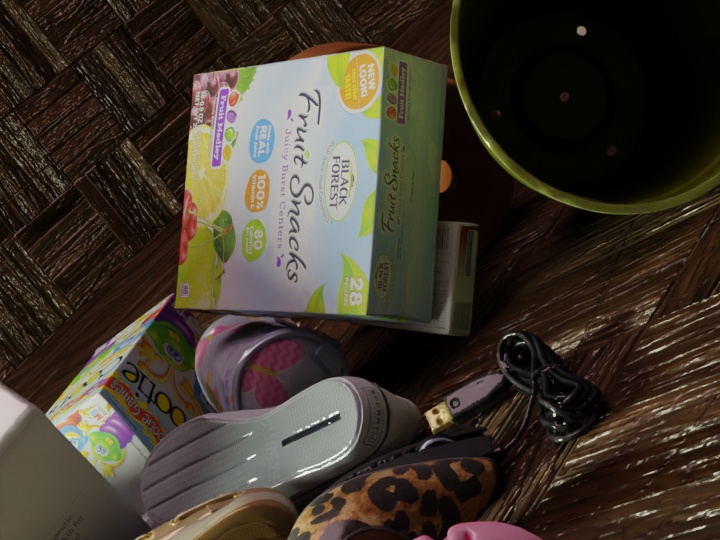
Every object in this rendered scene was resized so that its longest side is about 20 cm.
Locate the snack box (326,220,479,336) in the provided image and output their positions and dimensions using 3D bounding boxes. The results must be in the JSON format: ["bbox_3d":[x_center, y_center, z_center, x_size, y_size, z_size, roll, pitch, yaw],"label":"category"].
[{"bbox_3d":[0.000,0.000,1.044,0.024,0.073,0.199,4,1,-42],"label":"snack box"}]

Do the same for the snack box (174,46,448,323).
[{"bbox_3d":[-0.037,-0.053,1.024,0.067,0.171,0.198,8,-6,-45],"label":"snack box"}]

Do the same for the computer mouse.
[{"bbox_3d":[0.026,0.096,0.775,0.199,0.046,0.141,-39,11,7],"label":"computer mouse"}]

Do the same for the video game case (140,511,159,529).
[{"bbox_3d":[-0.128,0.190,1.012,0.199,0.019,0.143,-27,17,47],"label":"video game case"}]

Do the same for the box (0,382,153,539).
[{"bbox_3d":[-0.276,0.164,0.943,0.199,0.172,0.200,26,69,37],"label":"box"}]

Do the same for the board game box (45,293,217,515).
[{"bbox_3d":[-0.187,0.121,1.270,0.103,0.105,0.200,-35,12,21],"label":"board game box"}]

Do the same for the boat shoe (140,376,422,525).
[{"bbox_3d":[-0.048,0.118,0.914,0.199,0.075,0.066,-20,-24,39],"label":"boat shoe"}]

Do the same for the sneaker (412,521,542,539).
[{"bbox_3d":[-0.018,0.155,0.515,0.198,0.079,0.096,-19,44,12],"label":"sneaker"}]

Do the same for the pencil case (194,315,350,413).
[{"bbox_3d":[-0.064,0.075,1.090,0.090,0.084,0.200,-26,8,-10],"label":"pencil case"}]

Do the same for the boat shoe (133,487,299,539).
[{"bbox_3d":[-0.115,0.186,0.848,0.198,0.074,0.069,-29,8,4],"label":"boat shoe"}]

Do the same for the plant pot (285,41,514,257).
[{"bbox_3d":[0.023,-0.074,1.160,0.200,0.201,0.139,-44,27,-23],"label":"plant pot"}]

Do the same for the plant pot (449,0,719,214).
[{"bbox_3d":[0.146,-0.126,0.961,0.200,0.201,0.193,-40,-2,-4],"label":"plant pot"}]

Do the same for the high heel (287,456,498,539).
[{"bbox_3d":[0.000,0.157,0.615,0.199,0.072,0.142,-35,25,-11],"label":"high heel"}]

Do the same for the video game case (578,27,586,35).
[{"bbox_3d":[0.235,-0.257,1.595,0.200,0.023,0.182,-42,11,-12],"label":"video game case"}]
